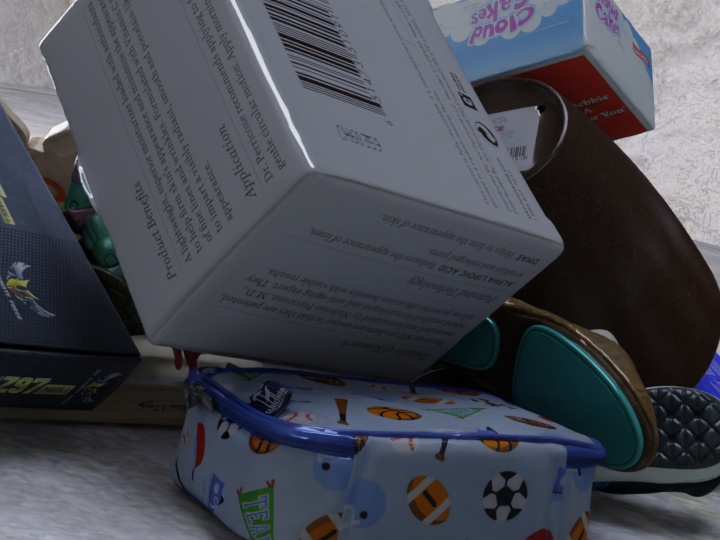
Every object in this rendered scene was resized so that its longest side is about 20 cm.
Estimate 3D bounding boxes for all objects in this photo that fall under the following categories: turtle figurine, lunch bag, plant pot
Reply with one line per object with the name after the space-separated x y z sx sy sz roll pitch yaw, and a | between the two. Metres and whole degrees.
-0.144 -0.007 0.933 0.199 0.150 0.101 3 39 32 | turtle figurine
0.007 0.092 0.792 0.199 0.076 0.160 9 6 -25 | lunch bag
0.114 -0.019 1.004 0.187 0.187 0.200 17 -28 36 | plant pot

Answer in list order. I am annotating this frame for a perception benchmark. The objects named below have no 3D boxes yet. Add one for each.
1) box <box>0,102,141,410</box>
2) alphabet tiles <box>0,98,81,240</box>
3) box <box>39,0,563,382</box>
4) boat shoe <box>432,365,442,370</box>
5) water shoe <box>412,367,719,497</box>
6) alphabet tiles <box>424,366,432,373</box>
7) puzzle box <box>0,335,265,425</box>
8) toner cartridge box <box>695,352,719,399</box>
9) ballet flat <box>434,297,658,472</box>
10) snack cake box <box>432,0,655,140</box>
-0.219 -0.020 0.832 0.158 0.051 0.200 12 41 -57 | box
-0.209 -0.034 1.018 0.200 0.015 0.196 -17 -54 38 | alphabet tiles
-0.032 -0.064 0.837 0.200 0.131 0.199 13 43 -47 | box
0.108 0.058 1.191 0.200 0.066 0.072 9 8 -19 | boat shoe
0.117 0.106 0.935 0.199 0.072 0.079 5 -28 12 | water shoe
0.000 0.000 1.016 0.008 0.167 0.200 -28 19 20 | alphabet tiles
-0.147 0.062 0.956 0.199 0.026 0.133 6 10 -30 | puzzle box
0.202 0.070 1.106 0.095 0.043 0.200 7 28 -25 | toner cartridge box
0.098 0.047 0.895 0.200 0.068 0.072 25 26 37 | ballet flat
0.079 -0.120 1.049 0.200 0.067 0.115 -13 -30 28 | snack cake box
